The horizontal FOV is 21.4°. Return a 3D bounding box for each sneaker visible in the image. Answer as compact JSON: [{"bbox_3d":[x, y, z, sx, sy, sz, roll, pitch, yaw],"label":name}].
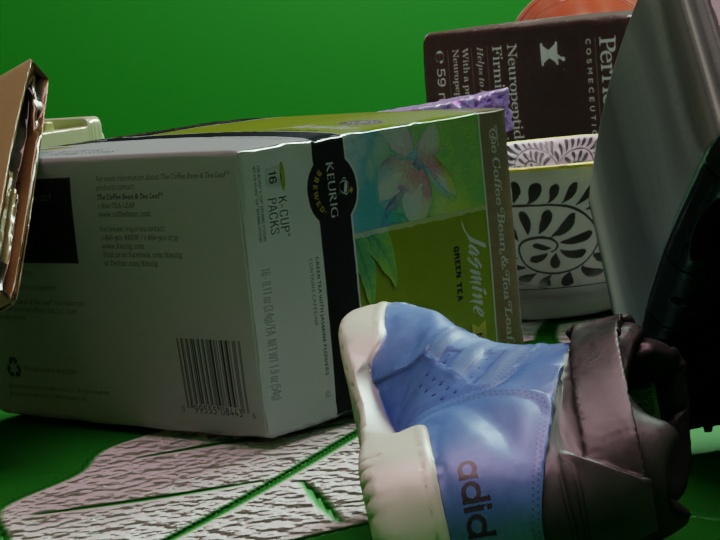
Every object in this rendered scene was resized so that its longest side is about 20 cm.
[{"bbox_3d":[0.054,0.052,0.645,0.110,0.077,0.200,-12,12,0],"label":"sneaker"}]

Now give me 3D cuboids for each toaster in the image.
[{"bbox_3d":[0.181,-0.030,0.726,0.199,0.181,0.119,-3,52,-8],"label":"toaster"}]

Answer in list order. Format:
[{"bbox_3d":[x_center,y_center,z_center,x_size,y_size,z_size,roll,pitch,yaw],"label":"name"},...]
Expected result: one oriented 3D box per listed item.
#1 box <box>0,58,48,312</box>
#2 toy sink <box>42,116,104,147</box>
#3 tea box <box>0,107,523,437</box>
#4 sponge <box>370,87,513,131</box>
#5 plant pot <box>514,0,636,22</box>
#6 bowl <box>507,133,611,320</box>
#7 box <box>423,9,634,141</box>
[{"bbox_3d":[-0.239,-0.004,0.917,0.199,0.021,0.164,-27,39,21],"label":"box"},{"bbox_3d":[-0.316,-0.089,1.860,0.199,0.113,0.130,-11,10,-35],"label":"toy sink"},{"bbox_3d":[-0.055,-0.006,0.957,0.199,0.135,0.196,2,11,43],"label":"tea box"},{"bbox_3d":[-0.013,-0.081,1.205,0.199,0.030,0.111,-7,8,36],"label":"sponge"},{"bbox_3d":[0.266,-0.221,2.183,0.199,0.202,0.195,-5,16,4],"label":"plant pot"},{"bbox_3d":[0.112,-0.025,1.121,0.199,0.095,0.201,-6,7,1],"label":"bowl"},{"bbox_3d":[0.176,-0.108,1.423,0.199,0.167,0.164,1,9,45],"label":"box"}]
